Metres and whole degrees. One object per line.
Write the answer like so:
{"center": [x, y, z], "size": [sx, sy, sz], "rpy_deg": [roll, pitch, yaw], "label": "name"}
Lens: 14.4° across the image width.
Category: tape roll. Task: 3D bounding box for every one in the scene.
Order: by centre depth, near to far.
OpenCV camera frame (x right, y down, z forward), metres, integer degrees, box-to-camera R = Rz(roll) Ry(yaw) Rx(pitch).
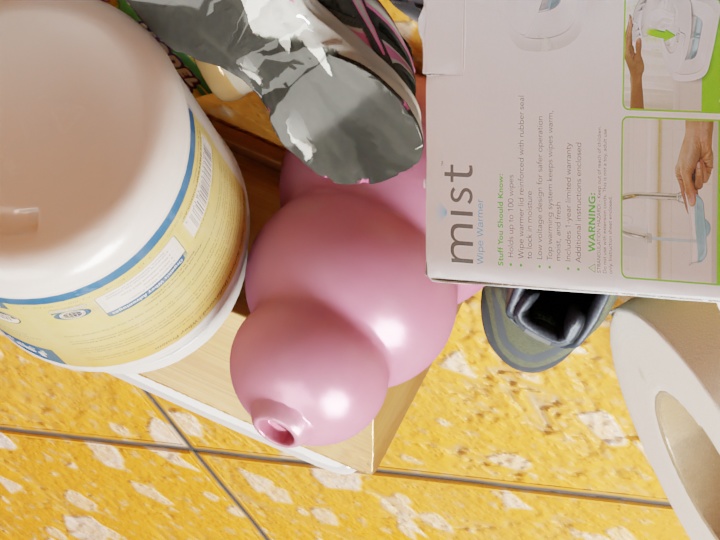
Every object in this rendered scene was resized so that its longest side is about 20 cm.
{"center": [0.191, 0.101, 1.456], "size": [0.203, 0.037, 0.203], "rpy_deg": [61, 171, 16], "label": "tape roll"}

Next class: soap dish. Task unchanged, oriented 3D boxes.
{"center": [-0.053, 0.006, 1.516], "size": [0.199, 0.158, 0.081], "rpy_deg": [23, 135, 7], "label": "soap dish"}

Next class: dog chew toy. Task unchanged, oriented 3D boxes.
{"center": [0.000, 0.000, 1.399], "size": [0.124, 0.200, 0.125], "rpy_deg": [21, 149, 13], "label": "dog chew toy"}

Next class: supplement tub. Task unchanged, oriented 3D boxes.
{"center": [-0.133, -0.034, 1.355], "size": [0.144, 0.145, 0.200], "rpy_deg": [19, 167, 15], "label": "supplement tub"}

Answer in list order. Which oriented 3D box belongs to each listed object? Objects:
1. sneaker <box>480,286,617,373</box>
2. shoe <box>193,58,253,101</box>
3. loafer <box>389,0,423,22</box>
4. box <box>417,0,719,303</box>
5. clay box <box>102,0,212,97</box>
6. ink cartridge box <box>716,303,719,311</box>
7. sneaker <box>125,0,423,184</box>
{"center": [0.096, 0.007, 1.455], "size": [0.074, 0.081, 0.200], "rpy_deg": [26, 151, 3], "label": "sneaker"}
{"center": [-0.084, -0.167, 1.347], "size": [0.053, 0.070, 0.200], "rpy_deg": [-15, 129, 23], "label": "shoe"}
{"center": [0.011, -0.151, 1.289], "size": [0.200, 0.063, 0.072], "rpy_deg": [43, 146, -26], "label": "loafer"}
{"center": [0.118, -0.092, 1.081], "size": [0.176, 0.201, 0.097], "rpy_deg": [3, -173, 34], "label": "box"}
{"center": [-0.142, -0.132, 1.466], "size": [0.200, 0.048, 0.115], "rpy_deg": [-10, 134, 49], "label": "clay box"}
{"center": [0.214, -0.031, 1.226], "size": [0.083, 0.145, 0.200], "rpy_deg": [9, 146, 33], "label": "ink cartridge box"}
{"center": [-0.044, -0.130, 1.308], "size": [0.080, 0.087, 0.200], "rpy_deg": [-25, 120, 24], "label": "sneaker"}
